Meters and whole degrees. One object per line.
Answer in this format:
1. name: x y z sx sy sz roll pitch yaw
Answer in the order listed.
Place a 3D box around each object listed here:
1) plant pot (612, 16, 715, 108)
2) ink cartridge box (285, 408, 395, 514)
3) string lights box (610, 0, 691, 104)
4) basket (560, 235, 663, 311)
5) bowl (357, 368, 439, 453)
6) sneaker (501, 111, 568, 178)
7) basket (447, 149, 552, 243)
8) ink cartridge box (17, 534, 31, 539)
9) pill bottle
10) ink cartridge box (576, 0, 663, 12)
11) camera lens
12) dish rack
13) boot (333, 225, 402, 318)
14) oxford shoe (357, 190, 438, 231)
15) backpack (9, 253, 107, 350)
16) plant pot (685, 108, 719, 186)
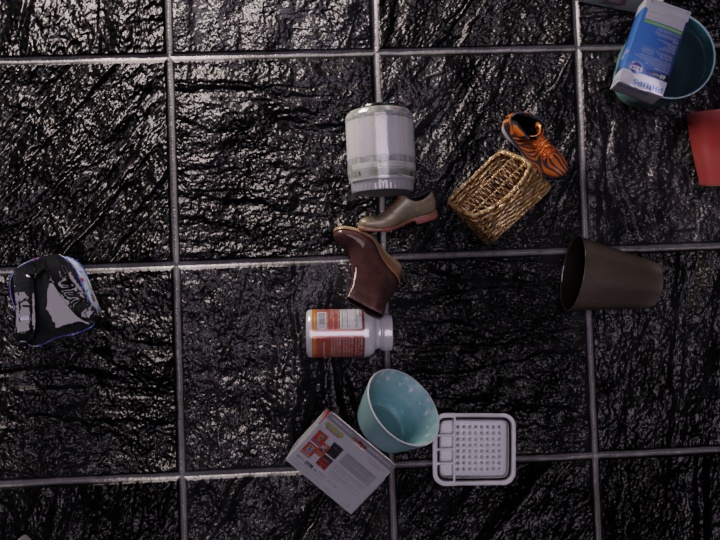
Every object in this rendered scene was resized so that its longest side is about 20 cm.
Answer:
1. plant pot: 0.689 -0.474 1.710 0.200 0.188 0.201 0 87 -1
2. ink cartridge box: -0.037 0.426 1.682 0.200 0.084 0.176 41 109 -1
3. string lights box: 0.631 -0.478 1.586 0.103 0.059 0.200 20 86 1
4. basket: 0.596 0.020 1.727 0.200 0.136 0.181 8 92 -6
5. bowl: 0.071 0.338 1.678 0.201 0.201 0.105 42 125 -1
6. sneaker: 0.421 -0.298 1.733 0.200 0.112 0.078 40 88 -1
7. basket: 0.324 -0.181 1.710 0.200 0.143 0.149 -42 91 -3
8. ink cartridge box: -0.823 0.713 1.635 0.084 0.145 0.200 45 87 -1
9. pill bottle: -0.027 0.146 1.702 0.199 0.112 0.112 0 89 -3
10. ink cartridge box: 0.632 -0.720 1.767 0.200 0.085 0.145 11 88 -4
11. camera lens: 0.047 -0.279 1.692 0.160 0.160 0.201 -3 89 -3
12. dish rack: 0.269 0.424 1.743 0.199 0.044 0.172 1 88 -2
13. boot: 0.000 0.000 1.691 0.200 0.072 0.167 34 50 -8
14. oxford shoe: 0.084 -0.142 1.723 0.200 0.070 0.075 -16 114 -16
15. backpack: -0.692 0.060 1.656 0.200 0.154 0.191 -18 96 -11
16. plant pot: 0.880 -0.293 1.724 0.200 0.200 0.178 -5 97 -3
